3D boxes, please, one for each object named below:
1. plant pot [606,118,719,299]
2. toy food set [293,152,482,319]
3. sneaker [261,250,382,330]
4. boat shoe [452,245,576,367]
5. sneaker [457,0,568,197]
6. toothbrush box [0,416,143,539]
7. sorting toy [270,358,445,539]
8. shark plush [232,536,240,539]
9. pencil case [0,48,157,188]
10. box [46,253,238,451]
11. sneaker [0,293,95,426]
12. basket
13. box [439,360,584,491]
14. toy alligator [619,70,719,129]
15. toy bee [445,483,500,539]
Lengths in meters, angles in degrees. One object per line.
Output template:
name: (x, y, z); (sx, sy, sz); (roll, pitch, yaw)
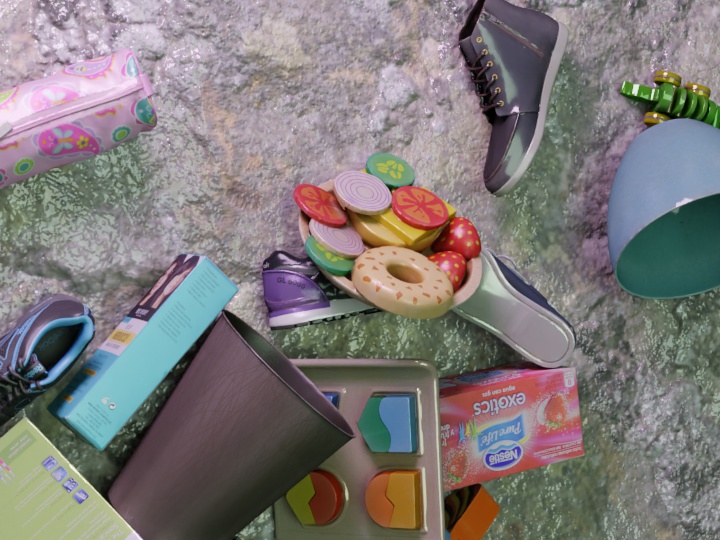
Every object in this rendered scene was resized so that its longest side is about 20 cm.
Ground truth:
plant pot: (0.345, -0.080, 1.753); (0.198, 0.201, 0.136); (0, 56, -24)
toy food set: (0.029, -0.033, 1.613); (0.197, 0.049, 0.200); (37, 41, 16)
sneaker: (0.000, 0.000, 1.640); (0.198, 0.076, 0.089); (-10, 88, -14)
boat shoe: (0.141, 0.023, 1.711); (0.199, 0.062, 0.075); (34, 100, 2)
sneaker: (0.137, -0.183, 1.707); (0.105, 0.075, 0.202); (21, 75, -19)
toothbrush box: (-0.284, 0.257, 1.471); (0.145, 0.086, 0.200); (-43, 66, -16)
sorting toy: (-0.008, 0.186, 1.611); (0.036, 0.183, 0.203); (-20, 107, -65)
shark plush: (-0.055, 0.338, 1.667); (0.199, 0.091, 0.084); (32, 59, -1)
pencil case: (-0.287, -0.135, 1.508); (0.198, 0.087, 0.088); (-22, 101, -22)
box: (-0.206, 0.074, 1.555); (0.049, 0.082, 0.200); (44, 75, -19)
sneaker: (-0.326, 0.096, 1.504); (0.200, 0.082, 0.073); (-45, 110, -14)
basket: (-0.131, 0.171, 1.549); (0.200, 0.180, 0.136); (-49, 154, 3)
box: (0.119, 0.159, 1.689); (0.198, 0.102, 0.096); (-10, 97, -28)
toy alligator: (0.378, -0.172, 1.817); (0.198, 0.054, 0.060); (19, 86, -24)
toy bee: (0.059, 0.302, 1.687); (0.199, 0.108, 0.132); (-28, 96, -45)
